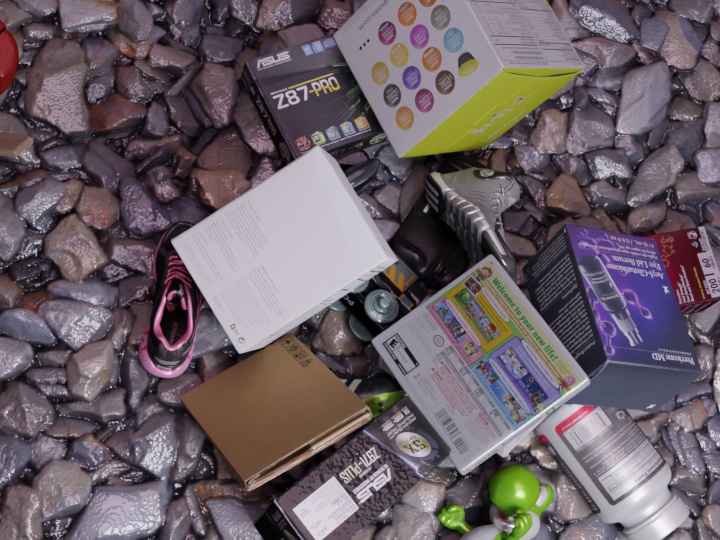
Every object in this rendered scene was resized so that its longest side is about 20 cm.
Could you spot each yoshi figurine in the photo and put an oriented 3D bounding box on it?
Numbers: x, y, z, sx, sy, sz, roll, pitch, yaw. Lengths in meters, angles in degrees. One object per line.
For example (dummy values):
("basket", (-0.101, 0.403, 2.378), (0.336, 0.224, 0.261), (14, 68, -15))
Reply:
("yoshi figurine", (0.154, 0.307, 1.372), (0.112, 0.112, 0.200), (41, 63, 11))

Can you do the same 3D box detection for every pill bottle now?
("pill bottle", (0.315, 0.243, 1.432), (0.111, 0.111, 0.200), (-33, 80, -23))

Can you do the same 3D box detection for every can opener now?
("can opener", (-0.067, -0.101, 1.495), (0.199, 0.079, 0.064), (-28, 78, -10))

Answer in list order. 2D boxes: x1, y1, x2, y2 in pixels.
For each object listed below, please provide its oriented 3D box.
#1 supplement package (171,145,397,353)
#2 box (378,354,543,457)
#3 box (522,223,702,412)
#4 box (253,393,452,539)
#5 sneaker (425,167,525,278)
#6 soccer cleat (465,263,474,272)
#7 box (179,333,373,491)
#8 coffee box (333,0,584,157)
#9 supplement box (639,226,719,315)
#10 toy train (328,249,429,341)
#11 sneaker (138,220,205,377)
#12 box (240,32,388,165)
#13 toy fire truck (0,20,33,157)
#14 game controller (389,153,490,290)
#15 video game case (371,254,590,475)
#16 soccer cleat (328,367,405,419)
("supplement package", (-0.083, -0.022, 1.339), (0.200, 0.151, 0.152), (-32, 86, 5))
("box", (0.142, 0.124, 1.405), (0.200, 0.036, 0.144), (35, 50, 25))
("box", (0.302, 0.059, 1.398), (0.147, 0.104, 0.201), (7, 53, -27))
("box", (-0.012, 0.251, 1.318), (0.200, 0.164, 0.086), (-36, 82, -24))
("sneaker", (0.175, -0.074, 1.473), (0.115, 0.075, 0.200), (-19, 49, -18))
("soccer cleat", (0.188, 0.076, 1.482), (0.066, 0.077, 0.201), (-15, 73, -18))
("box", (-0.103, 0.158, 1.329), (0.163, 0.021, 0.200), (-29, 35, -17))
("coffee box", (0.129, -0.285, 1.502), (0.200, 0.200, 0.198), (-12, 70, -49))
("supplement box", (0.387, 0.012, 1.565), (0.199, 0.061, 0.109), (-10, 73, -16))
("toy train", (0.000, 0.000, 1.465), (0.200, 0.085, 0.114), (45, 57, 5))
("sneaker", (-0.219, 0.025, 1.390), (0.079, 0.095, 0.201), (7, 67, -10))
("box", (-0.039, -0.235, 1.558), (0.199, 0.049, 0.162), (-21, 74, -22))
("toy fire truck", (-0.475, -0.219, 1.413), (0.200, 0.129, 0.176), (43, 65, -8))
("game controller", (0.122, -0.069, 1.547), (0.104, 0.042, 0.200), (28, 64, 13))
("video game case", (0.137, 0.107, 1.344), (0.182, 0.022, 0.200), (-36, 62, 1))
("soccer cleat", (-0.027, 0.148, 1.410), (0.199, 0.068, 0.081), (-8, 59, -16))
